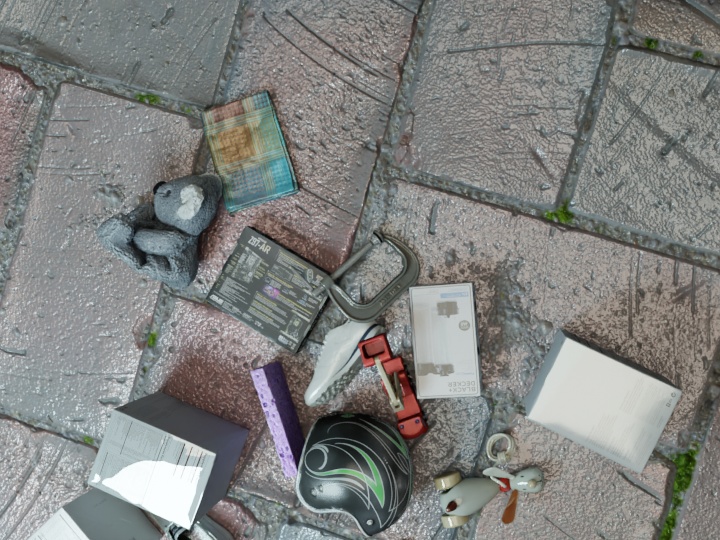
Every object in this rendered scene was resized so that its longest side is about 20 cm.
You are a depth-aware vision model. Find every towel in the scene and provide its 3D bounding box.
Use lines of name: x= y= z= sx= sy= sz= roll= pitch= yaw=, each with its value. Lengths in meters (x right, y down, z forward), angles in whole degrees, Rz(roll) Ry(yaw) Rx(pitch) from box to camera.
towel: x=-0.208 y=-0.220 z=1.586 sx=0.146 sy=0.022 sz=0.201 roll=-17 pitch=88 yaw=9

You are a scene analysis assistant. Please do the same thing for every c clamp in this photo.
c clamp: x=0.000 y=0.000 z=1.527 sx=0.200 sy=0.027 sz=0.171 roll=-36 pitch=81 yaw=-13

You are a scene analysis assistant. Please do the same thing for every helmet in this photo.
helmet: x=0.000 y=0.352 z=1.484 sx=0.190 sy=0.200 sz=0.201 roll=12 pitch=93 yaw=12

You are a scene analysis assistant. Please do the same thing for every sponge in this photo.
sponge: x=-0.141 y=0.266 z=1.541 sx=0.030 sy=0.112 sz=0.201 roll=-18 pitch=88 yaw=8

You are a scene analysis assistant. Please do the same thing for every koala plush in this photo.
koala plush: x=-0.328 y=-0.090 z=1.535 sx=0.184 sy=0.177 sz=0.200 roll=41 pitch=103 yaw=-3

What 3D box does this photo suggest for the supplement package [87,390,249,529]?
supplement package: x=-0.339 y=0.334 z=1.535 sx=0.200 sy=0.191 sz=0.147 roll=21 pitch=95 yaw=9

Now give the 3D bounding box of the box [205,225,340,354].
box: x=-0.162 y=0.035 z=1.573 sx=0.200 sy=0.044 sz=0.160 roll=30 pitch=96 yaw=8

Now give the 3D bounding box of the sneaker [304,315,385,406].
sneaker: x=-0.042 y=0.159 z=1.550 sx=0.080 sy=0.076 sz=0.200 roll=40 pitch=93 yaw=18

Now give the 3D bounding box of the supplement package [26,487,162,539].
supplement package: x=-0.484 y=0.495 z=1.558 sx=0.111 sy=0.200 sz=0.156 roll=-43 pitch=85 yaw=8

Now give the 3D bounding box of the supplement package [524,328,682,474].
supplement package: x=0.399 y=0.212 z=1.429 sx=0.200 sy=0.151 sz=0.152 roll=25 pitch=96 yaw=8

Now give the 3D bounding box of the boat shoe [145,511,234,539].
boat shoe: x=-0.327 y=0.480 z=1.597 sx=0.201 sy=0.072 sz=0.070 roll=31 pitch=96 yaw=7

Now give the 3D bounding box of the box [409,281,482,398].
box: x=0.153 y=0.123 z=1.514 sx=0.116 sy=0.060 sz=0.201 roll=-3 pitch=91 yaw=10

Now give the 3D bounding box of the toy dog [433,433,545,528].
toy dog: x=0.217 y=0.388 z=1.491 sx=0.200 sy=0.096 sz=0.132 roll=-37 pitch=86 yaw=8

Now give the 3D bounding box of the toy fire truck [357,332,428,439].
toy fire truck: x=0.061 y=0.206 z=1.490 sx=0.049 sy=0.141 sz=0.200 roll=-21 pitch=88 yaw=9
